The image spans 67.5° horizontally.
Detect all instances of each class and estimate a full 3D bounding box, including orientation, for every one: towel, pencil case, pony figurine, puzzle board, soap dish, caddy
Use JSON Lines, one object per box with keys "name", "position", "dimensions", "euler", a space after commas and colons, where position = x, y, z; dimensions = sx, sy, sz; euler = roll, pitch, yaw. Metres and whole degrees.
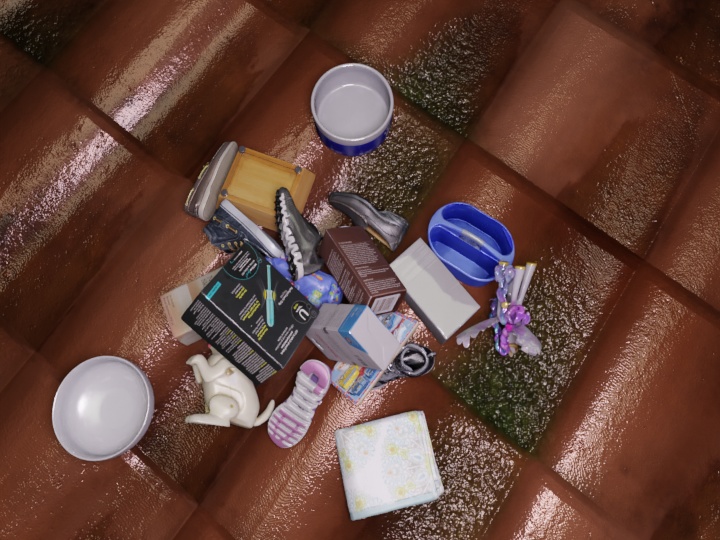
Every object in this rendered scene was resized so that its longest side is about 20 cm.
{"name": "towel", "position": [0.057, 0.389, 1.085], "dimensions": [0.193, 0.048, 0.177], "euler": [-12, 71, -3]}
{"name": "pencil case", "position": [-0.127, 0.019, 1.170], "dimensions": [0.196, 0.088, 0.078], "euler": [29, 35, 8]}
{"name": "pony figurine", "position": [0.294, 0.088, 1.073], "dimensions": [0.162, 0.191, 0.207], "euler": [11, 100, 29]}
{"name": "puzzle board", "position": [0.019, 0.165, 1.104], "dimensions": [0.017, 0.150, 0.201], "euler": [45, 77, -27]}
{"name": "soap dish", "position": [-0.218, -0.187, 1.230], "dimensions": [0.194, 0.081, 0.162], "euler": [19, 75, 7]}
{"name": "caddy", "position": [0.237, -0.057, 1.174], "dimensions": [0.197, 0.105, 0.144], "euler": [31, 78, 9]}

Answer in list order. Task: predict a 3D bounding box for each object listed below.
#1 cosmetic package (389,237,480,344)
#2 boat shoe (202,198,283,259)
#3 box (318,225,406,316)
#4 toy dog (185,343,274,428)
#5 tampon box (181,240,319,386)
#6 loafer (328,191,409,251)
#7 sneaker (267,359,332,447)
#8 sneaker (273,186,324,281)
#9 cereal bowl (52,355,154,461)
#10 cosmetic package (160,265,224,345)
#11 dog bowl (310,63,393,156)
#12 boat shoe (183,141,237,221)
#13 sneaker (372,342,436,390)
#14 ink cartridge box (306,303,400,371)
{"name": "cosmetic package", "position": [0.152, 0.045, 1.160], "dimensions": [0.106, 0.090, 0.202], "euler": [-36, 80, -9]}
{"name": "boat shoe", "position": [-0.250, -0.062, 1.142], "dimensions": [0.199, 0.071, 0.092], "euler": [38, 88, 28]}
{"name": "box", "position": [0.000, 0.000, 1.131], "dimensions": [0.098, 0.076, 0.202], "euler": [-7, 51, -35]}
{"name": "toy dog", "position": [-0.261, 0.209, 1.093], "dimensions": [0.187, 0.140, 0.207], "euler": [7, 74, -11]}
{"name": "tampon box", "position": [-0.207, 0.084, 1.025], "dimensions": [0.200, 0.126, 0.151], "euler": [44, 48, -10]}
{"name": "loafer", "position": [0.010, -0.114, 1.214], "dimensions": [0.195, 0.073, 0.074], "euler": [25, 80, 9]}
{"name": "sneaker", "position": [-0.115, 0.269, 1.106], "dimensions": [0.079, 0.088, 0.203], "euler": [33, 99, 9]}
{"name": "sneaker", "position": [-0.126, -0.081, 1.138], "dimensions": [0.088, 0.066, 0.206], "euler": [-10, 75, -24]}
{"name": "cereal bowl", "position": [-0.512, 0.281, 1.101], "dimensions": [0.193, 0.084, 0.207], "euler": [0, 74, 1]}
{"name": "cosmetic package", "position": [-0.312, 0.066, 1.156], "dimensions": [0.195, 0.088, 0.105], "euler": [-27, 74, -7]}
{"name": "dog bowl", "position": [-0.019, -0.382, 1.283], "dimensions": [0.193, 0.079, 0.207], "euler": [0, 75, 1]}
{"name": "boat shoe", "position": [-0.344, -0.214, 1.246], "dimensions": [0.058, 0.072, 0.206], "euler": [15, 73, 13]}
{"name": "sneaker", "position": [0.062, 0.192, 1.102], "dimensions": [0.193, 0.114, 0.078], "euler": [-14, 75, -4]}
{"name": "ink cartridge box", "position": [-0.027, 0.128, 1.075], "dimensions": [0.116, 0.197, 0.067], "euler": [49, 63, -25]}
